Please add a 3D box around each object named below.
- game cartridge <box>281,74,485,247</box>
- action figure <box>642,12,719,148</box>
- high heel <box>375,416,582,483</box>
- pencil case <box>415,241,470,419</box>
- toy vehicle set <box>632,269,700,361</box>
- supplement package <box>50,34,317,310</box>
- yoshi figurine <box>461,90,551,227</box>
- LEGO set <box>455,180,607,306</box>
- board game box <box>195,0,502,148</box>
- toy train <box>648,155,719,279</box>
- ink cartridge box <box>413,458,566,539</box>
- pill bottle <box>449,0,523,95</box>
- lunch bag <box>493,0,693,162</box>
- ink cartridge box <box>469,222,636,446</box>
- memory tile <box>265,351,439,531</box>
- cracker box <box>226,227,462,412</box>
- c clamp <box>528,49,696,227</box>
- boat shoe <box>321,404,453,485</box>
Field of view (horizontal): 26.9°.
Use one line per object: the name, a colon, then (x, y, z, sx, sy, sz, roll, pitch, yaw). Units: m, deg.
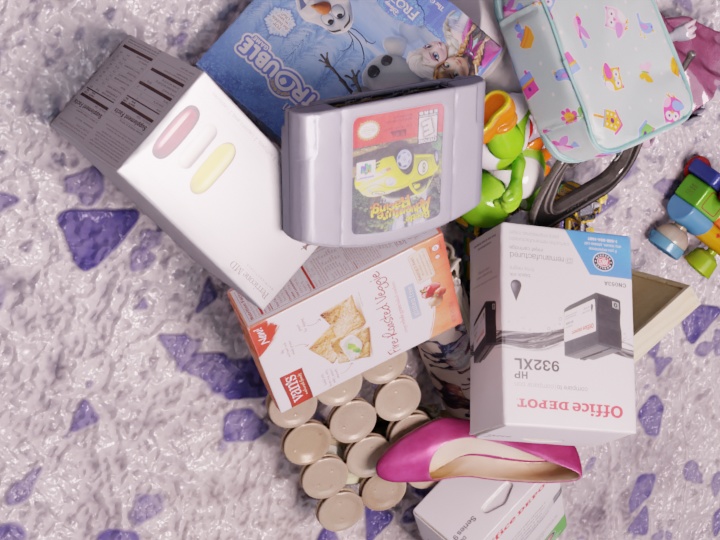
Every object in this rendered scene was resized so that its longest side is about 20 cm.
game cartridge: (0.024, -0.091, 1.309, 0.199, 0.041, 0.134, -14, 121, -30)
action figure: (0.298, -0.252, 1.597, 0.200, 0.134, 0.149, 35, 130, -25)
high heel: (0.120, 0.196, 1.512, 0.199, 0.096, 0.068, -9, 129, -19)
pencil case: (0.094, 0.064, 1.568, 0.078, 0.089, 0.200, -41, 124, -22)
toy vehicle set: (0.262, 0.077, 1.660, 0.200, 0.124, 0.027, -39, 114, -14)
supplement package: (-0.143, -0.086, 1.318, 0.111, 0.156, 0.200, -49, 127, -6)
yoshi figurine: (0.120, -0.103, 1.468, 0.200, 0.112, 0.113, 52, 42, -55)
LEGO set: (0.200, -0.011, 1.590, 0.199, 0.116, 0.154, -3, 109, -32)
board game box: (-0.010, -0.190, 1.366, 0.200, 0.043, 0.199, 40, 83, 2)
toy train: (0.426, -0.037, 1.755, 0.200, 0.085, 0.116, 32, 100, -37)
ink cartridge box: (0.144, 0.269, 1.632, 0.146, 0.084, 0.200, -45, 152, -16)
pill bottle: (0.166, -0.214, 1.494, 0.199, 0.114, 0.115, 11, 102, -35)
lunch bag: (0.221, -0.203, 1.410, 0.160, 0.077, 0.201, -24, 94, -36)
ink cartridge box: (0.188, 0.065, 1.482, 0.144, 0.084, 0.201, 6, 75, -19)
memory tile: (-0.001, 0.167, 1.516, 0.153, 0.017, 0.201, -26, 124, -7)
cracker box: (-0.011, 0.035, 1.405, 0.199, 0.058, 0.134, -26, 139, -7)
c clamp: (0.243, -0.124, 1.514, 0.200, 0.027, 0.171, -33, 154, -31)
boat shoe: (0.044, 0.173, 1.592, 0.200, 0.073, 0.063, -8, 117, -23)
